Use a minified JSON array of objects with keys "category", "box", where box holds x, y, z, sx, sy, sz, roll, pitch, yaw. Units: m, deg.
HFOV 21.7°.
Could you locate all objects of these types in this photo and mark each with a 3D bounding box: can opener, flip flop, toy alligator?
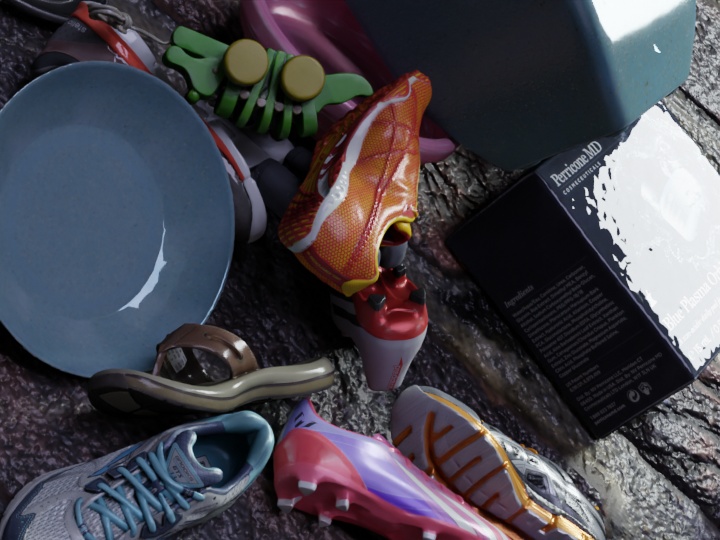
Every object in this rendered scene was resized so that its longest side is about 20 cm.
[{"category":"can opener","box":[-0.046,-0.075,1.293,0.053,0.067,0.200,-25,53,-37]},{"category":"flip flop","box":[-0.095,0.061,1.201,0.199,0.081,0.058,-4,87,-47]},{"category":"toy alligator","box":[-0.091,-0.126,1.248,0.198,0.059,0.055,14,85,-13]}]

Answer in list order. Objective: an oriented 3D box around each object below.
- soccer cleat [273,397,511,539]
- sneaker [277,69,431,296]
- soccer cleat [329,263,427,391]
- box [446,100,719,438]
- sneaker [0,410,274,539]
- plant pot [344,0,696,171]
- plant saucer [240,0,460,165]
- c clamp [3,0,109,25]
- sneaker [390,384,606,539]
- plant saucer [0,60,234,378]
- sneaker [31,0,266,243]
[{"category":"soccer cleat","box":[0.030,0.153,1.266,0.199,0.067,0.077,26,52,-21]},{"category":"sneaker","box":[0.007,-0.059,1.243,0.077,0.073,0.201,44,46,-18]},{"category":"soccer cleat","box":[0.000,0.000,1.342,0.068,0.086,0.201,-3,39,-18]},{"category":"box","box":[0.207,-0.012,1.482,0.200,0.117,0.196,51,44,1]},{"category":"sneaker","box":[-0.132,0.130,1.128,0.199,0.086,0.078,-28,83,-46]},{"category":"plant pot","box":[0.132,-0.191,1.368,0.196,0.195,0.201,-35,103,-47]},{"category":"plant saucer","box":[-0.013,-0.146,1.397,0.200,0.051,0.201,33,27,-19]},{"category":"c clamp","box":[-0.254,-0.262,1.325,0.170,0.027,0.201,8,57,-42]},{"category":"sneaker","box":[0.099,0.151,1.326,0.200,0.078,0.077,45,31,-13]},{"category":"plant saucer","box":[-0.171,-0.032,1.203,0.200,0.039,0.203,1,89,-41]},{"category":"sneaker","box":[-0.148,-0.085,1.282,0.082,0.077,0.200,-43,93,-19]}]
